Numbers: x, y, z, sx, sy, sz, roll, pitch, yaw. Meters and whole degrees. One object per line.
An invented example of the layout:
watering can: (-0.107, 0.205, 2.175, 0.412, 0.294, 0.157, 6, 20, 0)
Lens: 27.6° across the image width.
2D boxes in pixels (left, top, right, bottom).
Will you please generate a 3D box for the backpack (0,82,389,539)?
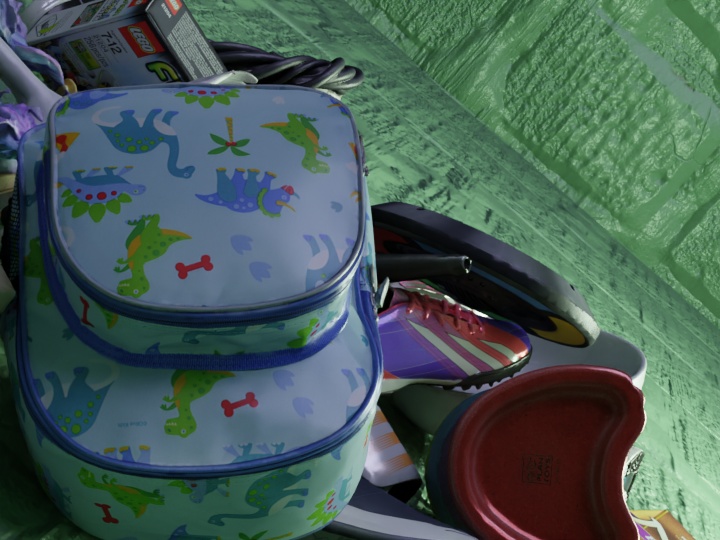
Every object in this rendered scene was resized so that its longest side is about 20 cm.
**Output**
backpack: (-0.076, 0.016, 0.676, 0.182, 0.147, 0.201, -1, 55, -11)

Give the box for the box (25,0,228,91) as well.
box: (-0.119, -0.087, 0.948, 0.200, 0.110, 0.035, 57, 42, -31)

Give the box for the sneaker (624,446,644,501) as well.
sneaker: (0.151, 0.164, 1.153, 0.090, 0.079, 0.200, 22, 6, 25)

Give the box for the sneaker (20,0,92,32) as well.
sneaker: (-0.191, -0.164, 1.191, 0.112, 0.073, 0.200, 43, 12, 13)

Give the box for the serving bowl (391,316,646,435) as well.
serving bowl: (0.115, 0.093, 1.113, 0.199, 0.066, 0.200, 0, 15, 0)

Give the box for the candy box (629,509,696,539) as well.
candy box: (0.223, 0.239, 1.105, 0.117, 0.057, 0.200, 47, 14, 26)

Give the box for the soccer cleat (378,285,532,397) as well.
soccer cleat: (0.041, 0.044, 1.017, 0.199, 0.074, 0.068, -4, 13, -33)

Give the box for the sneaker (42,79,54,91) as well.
sneaker: (-0.177, -0.092, 1.020, 0.080, 0.070, 0.200, 46, 14, 10)

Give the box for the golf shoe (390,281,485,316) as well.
golf shoe: (0.066, 0.042, 1.293, 0.199, 0.077, 0.088, 28, 39, -36)

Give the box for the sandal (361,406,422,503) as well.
sandal: (-0.022, 0.095, 0.879, 0.207, 0.059, 0.079, 44, 14, 10)

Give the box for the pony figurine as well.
pony figurine: (-0.181, -0.073, 0.846, 0.200, 0.167, 0.193, 46, 46, 7)

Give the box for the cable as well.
cable: (-0.101, -0.144, 1.091, 0.199, 0.051, 0.163, 7, 3, -19)

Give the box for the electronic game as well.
electronic game: (0.083, 0.006, 1.075, 0.199, 0.042, 0.200, 27, -7, 3)

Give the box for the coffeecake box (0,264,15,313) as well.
coffeecake box: (-0.265, -0.038, 0.608, 0.200, 0.073, 0.154, 24, 22, -50)

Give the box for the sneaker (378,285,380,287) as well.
sneaker: (-0.041, -0.021, 1.171, 0.201, 0.077, 0.078, 59, -15, 3)

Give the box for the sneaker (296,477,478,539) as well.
sneaker: (-0.010, 0.119, 0.802, 0.202, 0.077, 0.146, 29, 21, -37)

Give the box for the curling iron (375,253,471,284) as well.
curling iron: (0.000, 0.000, 1.035, 0.049, 0.026, 0.199, 8, -12, -43)

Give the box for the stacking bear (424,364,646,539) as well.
stacking bear: (0.093, 0.128, 0.911, 0.113, 0.122, 0.200, 6, -11, -4)
